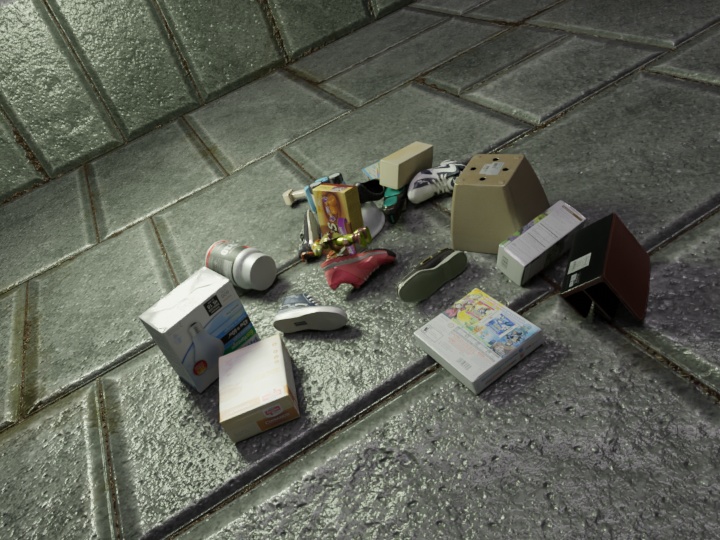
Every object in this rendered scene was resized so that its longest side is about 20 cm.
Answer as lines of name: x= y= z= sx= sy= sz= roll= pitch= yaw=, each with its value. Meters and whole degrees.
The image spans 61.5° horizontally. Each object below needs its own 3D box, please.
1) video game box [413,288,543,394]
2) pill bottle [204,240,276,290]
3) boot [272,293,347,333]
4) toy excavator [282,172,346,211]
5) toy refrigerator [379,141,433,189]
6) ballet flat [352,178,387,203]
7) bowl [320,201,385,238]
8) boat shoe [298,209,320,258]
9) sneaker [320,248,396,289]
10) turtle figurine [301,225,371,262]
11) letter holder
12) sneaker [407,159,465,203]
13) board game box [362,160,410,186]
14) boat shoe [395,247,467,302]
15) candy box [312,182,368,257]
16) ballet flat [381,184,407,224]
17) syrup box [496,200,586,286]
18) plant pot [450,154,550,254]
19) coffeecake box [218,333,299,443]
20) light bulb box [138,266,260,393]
video game box: x=0.237 y=0.137 z=1.239 sx=0.181 sy=0.047 sz=0.200 roll=-34 pitch=37 yaw=-14
pill bottle: x=-0.331 y=-0.013 z=1.681 sx=0.198 sy=0.115 sz=0.114 roll=14 pitch=48 yaw=40
boot: x=-0.116 y=0.092 z=1.462 sx=0.197 sy=0.073 sz=0.091 roll=-6 pitch=44 yaw=23
toy excavator: x=-0.142 y=-0.242 z=1.916 sx=0.192 sy=0.101 sz=0.200 roll=-24 pitch=22 yaw=-6
toy refrigerator: x=0.134 y=-0.310 z=1.770 sx=0.069 sy=0.077 sz=0.199 roll=20 pitch=36 yaw=30
ballet flat: x=0.033 y=-0.233 z=1.720 sx=0.066 sy=0.057 sz=0.200 roll=40 pitch=30 yaw=10
bowl: x=-0.035 y=-0.157 z=1.734 sx=0.198 sy=0.091 sz=0.202 roll=-15 pitch=35 yaw=11
boat shoe: x=-0.155 y=-0.106 z=1.748 sx=0.062 sy=0.073 sz=0.201 roll=-25 pitch=38 yaw=12
sneaker: x=0.000 y=0.000 z=1.540 sx=0.197 sy=0.088 sz=0.074 roll=-12 pitch=-6 yaw=-15
turtle figurine: x=-0.056 y=-0.071 z=1.507 sx=0.159 sy=0.065 sz=0.200 roll=-13 pitch=-1 yaw=20
letter holder: x=0.504 y=0.011 z=1.232 sx=0.100 sy=0.142 sz=0.201 roll=-33 pitch=20 yaw=46
sneaker: x=0.236 y=-0.247 z=1.714 sx=0.198 sy=0.080 sz=0.129 roll=-28 pitch=26 yaw=-26
board game box: x=0.099 y=-0.294 z=1.890 sx=0.133 sy=0.035 sz=0.200 roll=-26 pitch=35 yaw=-5
boat shoe: x=0.160 y=0.009 z=1.431 sx=0.200 sy=0.073 sz=0.060 roll=-28 pitch=31 yaw=-21
candy box: x=-0.051 y=-0.125 z=1.599 sx=0.116 sy=0.203 sz=0.056 roll=11 pitch=31 yaw=37
ballet flat: x=0.097 y=-0.191 z=1.719 sx=0.067 sy=0.069 sz=0.201 roll=-8 pitch=28 yaw=20
syrup box: x=0.406 y=-0.063 z=1.363 sx=0.199 sy=0.079 sz=0.081 roll=-35 pitch=58 yaw=-17
plant pot: x=0.330 y=-0.174 z=1.485 sx=0.198 sy=0.179 sz=0.200 roll=8 pitch=44 yaw=36
coffeecake box: x=-0.223 y=0.250 z=1.312 sx=0.152 sy=0.074 sz=0.201 roll=-21 pitch=35 yaw=0
light bulb box: x=-0.373 y=0.138 z=1.430 sx=0.124 sy=0.202 sz=0.198 roll=21 pitch=53 yaw=43
